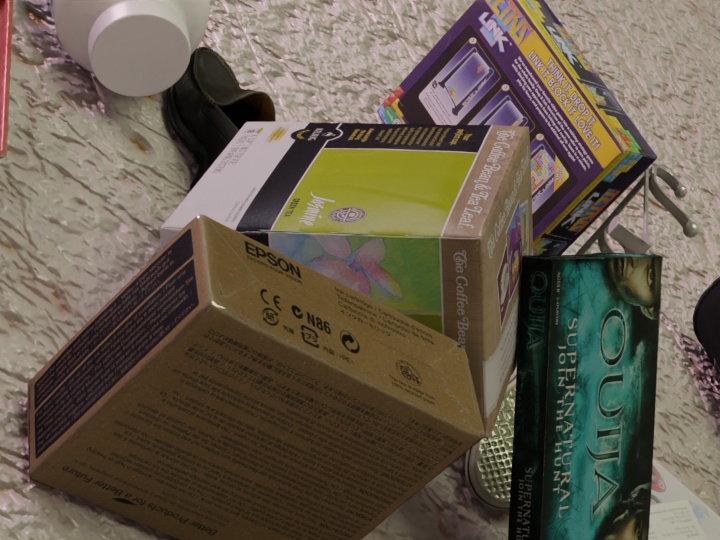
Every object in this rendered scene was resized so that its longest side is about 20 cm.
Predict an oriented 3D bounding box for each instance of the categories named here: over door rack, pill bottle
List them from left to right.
[{"bbox_3d":[-0.167,-0.210,1.593,0.110,0.111,0.201,28,29,-32],"label":"pill bottle"},{"bbox_3d":[0.196,0.006,1.783,0.067,0.148,0.200,40,23,2],"label":"over door rack"}]

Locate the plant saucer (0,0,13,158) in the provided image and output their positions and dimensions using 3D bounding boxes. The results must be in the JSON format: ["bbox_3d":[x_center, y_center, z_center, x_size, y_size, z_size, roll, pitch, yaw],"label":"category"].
[{"bbox_3d":[-0.308,-0.161,1.386,0.199,0.037,0.200,31,28,-27],"label":"plant saucer"}]

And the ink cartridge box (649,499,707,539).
[{"bbox_3d":[0.201,0.257,1.503,0.160,0.047,0.201,-1,60,-46],"label":"ink cartridge box"}]

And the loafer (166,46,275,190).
[{"bbox_3d":[-0.085,-0.099,1.594,0.073,0.072,0.201,23,31,-37],"label":"loafer"}]

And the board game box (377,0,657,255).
[{"bbox_3d":[0.124,-0.112,1.832,0.057,0.165,0.201,9,43,-52],"label":"board game box"}]

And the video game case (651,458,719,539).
[{"bbox_3d":[0.201,0.190,1.646,0.182,0.024,0.200,41,26,-8],"label":"video game case"}]

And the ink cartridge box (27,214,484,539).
[{"bbox_3d":[-0.059,0.077,1.238,0.199,0.165,0.075,28,35,-34],"label":"ink cartridge box"}]

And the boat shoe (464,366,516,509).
[{"bbox_3d":[0.115,0.104,1.605,0.074,0.062,0.200,38,40,-10],"label":"boat shoe"}]

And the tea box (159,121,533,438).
[{"bbox_3d":[0.000,0.000,1.389,0.195,0.134,0.200,1,22,13],"label":"tea box"}]

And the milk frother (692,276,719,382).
[{"bbox_3d":[0.420,0.081,1.955,0.180,0.200,0.189,32,27,-34],"label":"milk frother"}]

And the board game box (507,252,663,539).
[{"bbox_3d":[0.145,0.090,1.430,0.028,0.201,0.135,6,5,38],"label":"board game box"}]
